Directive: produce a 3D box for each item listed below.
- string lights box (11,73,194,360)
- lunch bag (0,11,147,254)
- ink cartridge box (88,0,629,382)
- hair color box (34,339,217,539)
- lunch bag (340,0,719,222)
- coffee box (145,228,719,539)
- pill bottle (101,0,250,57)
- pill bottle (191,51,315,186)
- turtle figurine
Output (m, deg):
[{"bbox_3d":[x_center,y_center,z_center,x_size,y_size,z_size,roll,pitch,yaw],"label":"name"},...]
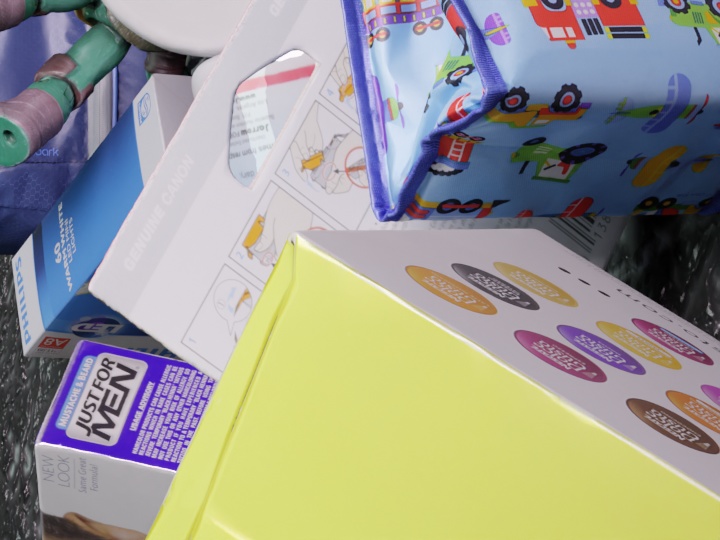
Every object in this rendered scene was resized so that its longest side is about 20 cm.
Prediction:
[{"bbox_3d":[-0.092,-0.022,1.372,0.200,0.102,0.059,-46,49,52],"label":"string lights box"},{"bbox_3d":[-0.161,-0.109,1.494,0.136,0.131,0.201,148,122,-76],"label":"lunch bag"},{"bbox_3d":[0.004,-0.017,1.018,0.044,0.173,0.201,-25,33,59],"label":"ink cartridge box"},{"bbox_3d":[-0.025,0.103,1.093,0.110,0.199,0.065,93,-167,-45],"label":"hair color box"},{"bbox_3d":[0.064,-0.126,1.012,0.094,0.150,0.201,-47,52,51],"label":"lunch bag"},{"bbox_3d":[0.054,0.121,0.848,0.199,0.198,0.201,31,103,21],"label":"coffee box"},{"bbox_3d":[-0.054,-0.174,1.245,0.200,0.112,0.113,-69,-5,-70],"label":"pill bottle"},{"bbox_3d":[0.000,0.000,1.163,0.109,0.108,0.201,-11,92,62],"label":"pill bottle"},{"bbox_3d":[-0.120,-0.138,1.340,0.100,0.200,0.150,-16,106,47],"label":"turtle figurine"}]
